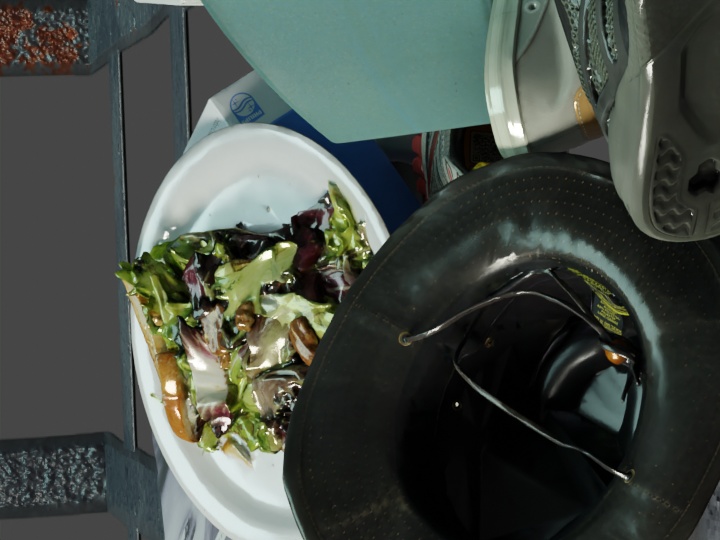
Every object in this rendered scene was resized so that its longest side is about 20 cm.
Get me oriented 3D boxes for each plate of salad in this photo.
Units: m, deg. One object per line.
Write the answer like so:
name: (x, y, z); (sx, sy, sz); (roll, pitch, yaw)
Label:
plate of salad: (-0.049, 0.033, 1.307); (0.200, 0.048, 0.200); (8, 101, 47)

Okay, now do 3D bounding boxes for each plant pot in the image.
plant pot: (0.003, -0.161, 1.224); (0.141, 0.141, 0.200); (-71, -33, -46)

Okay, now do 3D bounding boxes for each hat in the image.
hat: (0.071, 0.060, 1.124); (0.081, 0.201, 0.201); (34, -136, -59)

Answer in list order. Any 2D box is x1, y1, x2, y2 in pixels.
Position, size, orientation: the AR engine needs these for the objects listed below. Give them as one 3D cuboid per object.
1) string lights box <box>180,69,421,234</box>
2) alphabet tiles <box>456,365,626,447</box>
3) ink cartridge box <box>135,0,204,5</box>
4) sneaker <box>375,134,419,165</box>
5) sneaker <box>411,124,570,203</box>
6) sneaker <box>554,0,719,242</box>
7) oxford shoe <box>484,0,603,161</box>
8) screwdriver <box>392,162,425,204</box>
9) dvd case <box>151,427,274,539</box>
string lights box: (0.000, 0.000, 1.372); (0.200, 0.059, 0.103); (54, 161, 7)
alphabet tiles: (0.066, 0.119, 1.215); (0.200, 0.015, 0.196); (-54, 52, 41)
ink cartridge box: (-0.058, -0.225, 1.385); (0.145, 0.087, 0.200); (-153, 61, -76)
sneaker: (0.022, -0.124, 1.441); (0.200, 0.080, 0.070); (-98, 11, -49)
sneaker: (0.060, -0.008, 1.282); (0.082, 0.078, 0.200); (116, 149, -65)
sneaker: (0.110, -0.118, 1.010); (0.114, 0.076, 0.199); (-113, 18, -45)
oxford shoe: (0.089, -0.129, 1.181); (0.075, 0.058, 0.200); (59, -150, -50)
screwdriver: (0.029, 0.011, 1.555); (0.029, 0.028, 0.200); (29, -122, -69)
dvd case: (-0.069, 0.078, 1.452); (0.200, 0.016, 0.149); (-105, 34, -57)
